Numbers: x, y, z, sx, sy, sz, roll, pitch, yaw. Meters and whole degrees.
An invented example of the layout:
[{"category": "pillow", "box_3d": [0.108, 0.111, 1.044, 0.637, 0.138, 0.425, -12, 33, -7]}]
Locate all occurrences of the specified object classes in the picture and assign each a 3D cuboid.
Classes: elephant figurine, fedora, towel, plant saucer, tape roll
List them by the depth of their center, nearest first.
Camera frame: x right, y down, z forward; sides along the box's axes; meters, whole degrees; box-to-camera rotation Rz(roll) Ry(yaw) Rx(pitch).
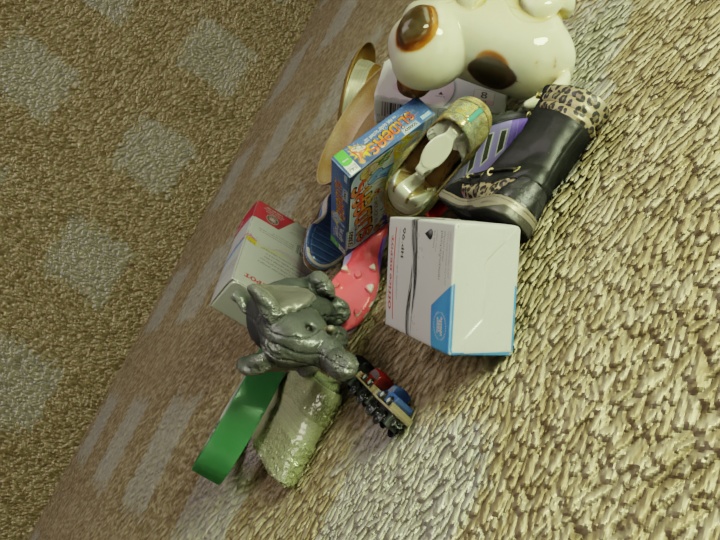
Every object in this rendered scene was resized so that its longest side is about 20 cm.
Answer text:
[{"category": "elephant figurine", "box_3d": [-0.084, 0.070, 0.906, 0.154, 0.143, 0.200, -28, 3, 10]}, {"category": "towel", "box_3d": [-0.090, 0.193, 1.014, 0.149, 0.036, 0.200, -61, 19, -4]}, {"category": "plant saucer", "box_3d": [0.006, -0.201, 1.103, 0.200, 0.035, 0.201, -48, 24, 29]}, {"category": "tape roll", "box_3d": [-0.172, 0.206, 1.111, 0.202, 0.048, 0.200, -60, 5, 8]}, {"category": "fedora", "box_3d": [0.022, -0.289, 1.341, 0.200, 0.081, 0.203, 15, -90, -78]}]

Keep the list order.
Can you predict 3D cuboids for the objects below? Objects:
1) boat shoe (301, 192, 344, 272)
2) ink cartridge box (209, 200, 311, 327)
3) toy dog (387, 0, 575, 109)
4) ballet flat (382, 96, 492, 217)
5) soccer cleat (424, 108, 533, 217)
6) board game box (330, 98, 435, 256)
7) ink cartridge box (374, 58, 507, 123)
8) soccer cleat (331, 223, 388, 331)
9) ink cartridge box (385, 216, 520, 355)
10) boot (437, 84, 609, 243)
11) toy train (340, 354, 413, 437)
[{"category": "boat shoe", "box_3d": [-0.058, -0.048, 1.262, 0.073, 0.072, 0.201, -51, 10, 33]}, {"category": "ink cartridge box", "box_3d": [-0.148, 0.003, 1.276, 0.086, 0.147, 0.201, -43, 24, 38]}, {"category": "toy dog", "box_3d": [0.129, -0.249, 0.865, 0.140, 0.197, 0.196, 87, -177, -70]}, {"category": "ballet flat", "box_3d": [0.072, -0.112, 0.864, 0.200, 0.070, 0.071, -48, 20, 44]}, {"category": "soccer cleat", "box_3d": [0.138, -0.119, 0.892, 0.199, 0.068, 0.074, -26, 63, 48]}, {"category": "board game box", "box_3d": [0.022, -0.111, 0.963, 0.135, 0.034, 0.200, -39, -18, -17]}, {"category": "ink cartridge box", "box_3d": [0.113, -0.258, 1.000, 0.057, 0.160, 0.202, 88, -167, -54]}, {"category": "soccer cleat", "box_3d": [0.000, 0.000, 1.063, 0.077, 0.066, 0.202, 81, -160, -62]}, {"category": "ink cartridge box", "box_3d": [0.076, 0.007, 0.761, 0.200, 0.067, 0.118, -163, 75, -71]}, {"category": "boot", "box_3d": [0.161, -0.108, 0.785, 0.151, 0.073, 0.200, -54, 10, 0]}, {"category": "toy train", "box_3d": [0.016, 0.132, 0.850, 0.046, 0.034, 0.200, -47, 18, -4]}]
